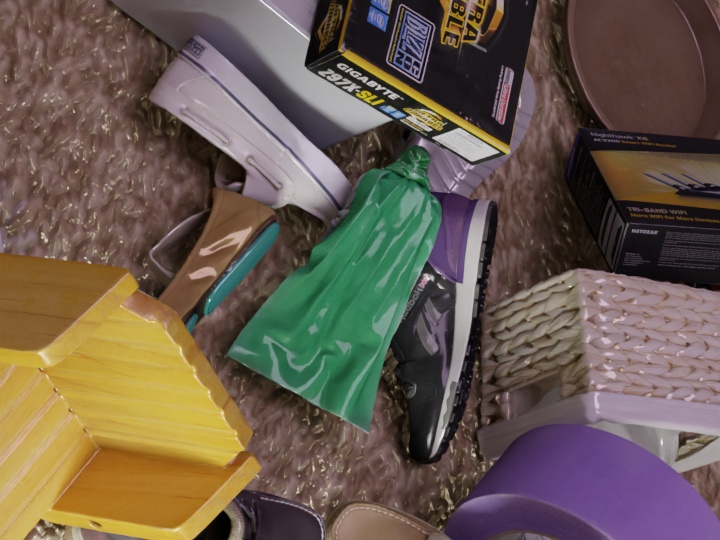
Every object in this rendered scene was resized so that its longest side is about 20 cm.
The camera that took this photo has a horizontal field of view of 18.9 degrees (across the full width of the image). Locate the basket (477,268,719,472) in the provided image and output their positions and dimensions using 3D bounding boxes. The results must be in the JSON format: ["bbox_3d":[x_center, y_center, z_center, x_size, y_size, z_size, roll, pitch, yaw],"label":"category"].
[{"bbox_3d":[0.201,0.081,1.670,0.199,0.135,0.124,10,66,-36],"label":"basket"}]

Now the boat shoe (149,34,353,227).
[{"bbox_3d":[-0.073,-0.079,1.546,0.070,0.071,0.200,-48,124,-3],"label":"boat shoe"}]

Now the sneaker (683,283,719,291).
[{"bbox_3d":[0.326,0.015,1.833,0.098,0.071,0.201,-3,65,-58],"label":"sneaker"}]

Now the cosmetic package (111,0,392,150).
[{"bbox_3d":[-0.043,-0.230,1.572,0.199,0.123,0.200,37,56,-26],"label":"cosmetic package"}]

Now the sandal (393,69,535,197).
[{"bbox_3d":[0.059,-0.088,1.661,0.082,0.050,0.203,46,68,-22],"label":"sandal"}]

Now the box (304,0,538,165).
[{"bbox_3d":[0.052,-0.198,1.531,0.159,0.049,0.201,27,62,-29],"label":"box"}]

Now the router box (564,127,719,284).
[{"bbox_3d":[0.278,-0.049,1.721,0.199,0.052,0.157,4,30,-14],"label":"router box"}]

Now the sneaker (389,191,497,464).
[{"bbox_3d":[0.043,0.040,1.601,0.076,0.087,0.201,-5,104,-80],"label":"sneaker"}]

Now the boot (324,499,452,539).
[{"bbox_3d":[0.065,0.214,1.476,0.200,0.155,0.072,35,76,4],"label":"boot"}]

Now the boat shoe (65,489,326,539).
[{"bbox_3d":[-0.098,0.177,1.443,0.199,0.065,0.072,11,70,-36],"label":"boat shoe"}]

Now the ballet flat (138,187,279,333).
[{"bbox_3d":[-0.130,0.021,1.477,0.063,0.069,0.200,32,55,5],"label":"ballet flat"}]

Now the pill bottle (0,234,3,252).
[{"bbox_3d":[-0.323,0.001,1.285,0.200,0.113,0.114,-12,84,-40],"label":"pill bottle"}]

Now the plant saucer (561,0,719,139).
[{"bbox_3d":[0.243,-0.183,1.850,0.200,0.029,0.201,13,68,-36],"label":"plant saucer"}]

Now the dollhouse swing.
[{"bbox_3d":[-0.195,0.119,1.275,0.176,0.181,0.200,-64,145,-31],"label":"dollhouse swing"}]

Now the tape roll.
[{"bbox_3d":[0.163,0.214,1.554,0.200,0.200,0.085,55,50,-12],"label":"tape roll"}]

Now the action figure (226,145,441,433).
[{"bbox_3d":[0.000,0.000,1.538,0.118,0.055,0.200,31,83,-18],"label":"action figure"}]
